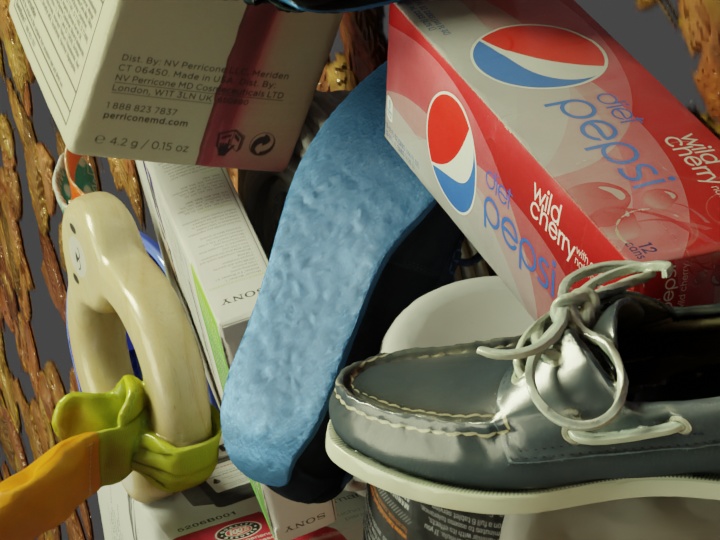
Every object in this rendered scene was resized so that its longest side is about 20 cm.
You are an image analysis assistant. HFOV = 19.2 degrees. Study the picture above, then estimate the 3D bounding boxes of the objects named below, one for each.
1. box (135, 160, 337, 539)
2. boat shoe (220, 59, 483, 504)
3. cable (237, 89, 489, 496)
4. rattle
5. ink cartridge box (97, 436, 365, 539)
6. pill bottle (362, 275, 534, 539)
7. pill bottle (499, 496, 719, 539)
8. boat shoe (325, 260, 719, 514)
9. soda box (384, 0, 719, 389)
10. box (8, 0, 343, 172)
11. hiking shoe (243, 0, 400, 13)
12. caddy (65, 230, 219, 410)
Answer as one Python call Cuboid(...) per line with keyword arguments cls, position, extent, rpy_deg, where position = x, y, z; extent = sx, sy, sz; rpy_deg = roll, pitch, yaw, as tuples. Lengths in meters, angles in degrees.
Cuboid(cls="box", position=(-0.065, 0.009, 1.002), extent=(0.200, 0.036, 0.145), rpy_deg=(-115, 11, -46))
Cuboid(cls="boat shoe", position=(0.000, 0.000, 0.879), extent=(0.084, 0.200, 0.069), rpy_deg=(21, 164, 33))
Cuboid(cls="cable", position=(0.000, 0.009, 1.013), extent=(0.200, 0.069, 0.200), rpy_deg=(155, 102, -72))
Cuboid(cls="rattle", position=(-0.158, 0.026, 1.034), extent=(0.130, 0.143, 0.200), rpy_deg=(134, 116, -80))
Cuboid(cls="ink cartridge box", position=(-0.043, 0.138, 1.103), extent=(0.200, 0.145, 0.084), rpy_deg=(-147, 46, -65))
Cuboid(cls="pill bottle", position=(0.053, 0.107, 0.863), extent=(0.200, 0.106, 0.106), rpy_deg=(95, 154, -43))
Cuboid(cls="pill bottle", position=(0.107, 0.149, 0.700), extent=(0.116, 0.116, 0.200), rpy_deg=(-122, 17, -44))
Cuboid(cls="boat shoe", position=(0.080, 0.034, 0.625), extent=(0.200, 0.075, 0.062), rpy_deg=(3, 123, 26))
Cuboid(cls="soda box", position=(0.076, -0.033, 0.751), extent=(0.200, 0.070, 0.064), rpy_deg=(-126, 31, -50))
Cuboid(cls="box", position=(-0.068, -0.161, 0.931), extent=(0.200, 0.109, 0.128), rpy_deg=(-67, 33, 31))
Cuboid(cls="hiking shoe", position=(-0.036, -0.133, 0.798), extent=(0.087, 0.200, 0.075), rpy_deg=(-72, -30, -54))
Cuboid(cls="caddy", position=(-0.111, 0.069, 1.258), extent=(0.141, 0.105, 0.200), rpy_deg=(-10, 92, 51))
